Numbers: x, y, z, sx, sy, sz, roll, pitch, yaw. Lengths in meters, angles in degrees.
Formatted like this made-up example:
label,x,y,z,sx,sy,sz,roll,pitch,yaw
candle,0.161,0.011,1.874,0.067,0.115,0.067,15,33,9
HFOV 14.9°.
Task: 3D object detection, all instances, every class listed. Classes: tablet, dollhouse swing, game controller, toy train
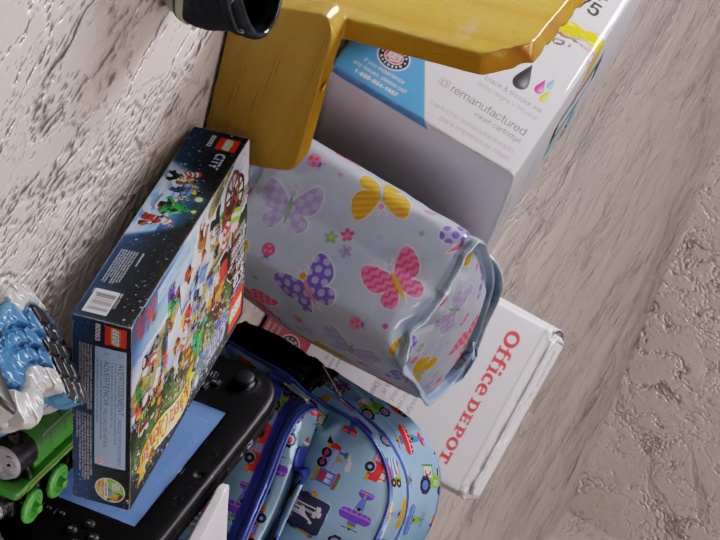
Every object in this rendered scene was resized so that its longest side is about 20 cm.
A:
label,x,y,z,sx,sy,sz,roll,pitch,yaw
tablet,-0.115,0.229,1.766,0.200,0.014,0.130,98,18,-60
dollhouse swing,0.037,-0.142,1.702,0.200,0.176,0.182,-51,164,-44
game controller,-0.138,0.120,1.732,0.200,0.104,0.042,-51,159,-40
toy train,-0.170,0.084,1.683,0.200,0.042,0.056,-46,151,-51

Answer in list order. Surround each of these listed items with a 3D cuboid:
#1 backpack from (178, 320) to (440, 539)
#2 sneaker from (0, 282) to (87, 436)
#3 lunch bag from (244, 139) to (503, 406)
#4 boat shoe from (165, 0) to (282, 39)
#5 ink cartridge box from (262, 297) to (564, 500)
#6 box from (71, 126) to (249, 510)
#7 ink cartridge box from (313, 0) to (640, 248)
label,x,y,z,sx,sy,sz,roll,pitch,yaw
backpack,-0.055,0.151,1.914,0.183,0.200,0.135,-62,168,7
sneaker,-0.206,0.061,1.456,0.087,0.075,0.200,-30,179,9
lunch bag,0.000,0.000,1.875,0.127,0.170,0.200,-57,164,-10
boat shoe,-0.058,-0.200,1.452,0.075,0.062,0.200,-49,161,-39
ink cartridge box,0.034,0.064,2.080,0.146,0.200,0.085,-61,168,0
box,-0.117,0.026,1.632,0.200,0.038,0.137,-62,161,-50
ink cartridge box,0.083,-0.147,1.909,0.200,0.147,0.146,-57,173,-23
